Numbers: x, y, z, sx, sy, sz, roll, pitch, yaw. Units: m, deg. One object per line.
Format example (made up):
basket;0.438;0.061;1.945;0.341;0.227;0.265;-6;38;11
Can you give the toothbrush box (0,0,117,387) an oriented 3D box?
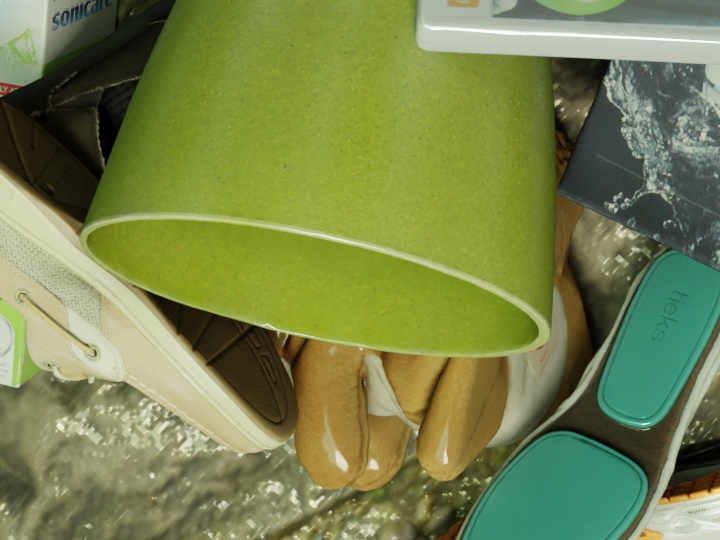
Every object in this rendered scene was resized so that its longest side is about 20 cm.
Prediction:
toothbrush box;-0.202;-0.062;1.345;0.145;0.086;0.200;13;108;16

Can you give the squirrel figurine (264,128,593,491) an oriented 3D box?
squirrel figurine;0.000;0.000;1.279;0.186;0.141;0.200;9;94;29

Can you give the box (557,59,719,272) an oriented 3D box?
box;0.215;-0.088;1.163;0.196;0.117;0.200;26;114;12

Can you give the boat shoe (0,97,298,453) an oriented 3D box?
boat shoe;-0.113;0.012;1.206;0.200;0.072;0.065;42;114;-6

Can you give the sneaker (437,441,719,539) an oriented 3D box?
sneaker;0.116;0.145;1.294;0.200;0.076;0.092;-15;104;25

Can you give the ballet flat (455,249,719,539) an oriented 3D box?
ballet flat;0.108;0.081;1.230;0.069;0.069;0.200;31;70;10

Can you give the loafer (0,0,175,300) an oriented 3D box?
loafer;-0.125;-0.051;1.251;0.200;0.071;0.073;-41;114;1

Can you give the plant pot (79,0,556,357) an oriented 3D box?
plant pot;0.002;-0.086;1.127;0.187;0.187;0.200;7;76;19

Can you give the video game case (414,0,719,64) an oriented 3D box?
video game case;0.124;-0.162;1.067;0.200;0.023;0.182;3;68;1
